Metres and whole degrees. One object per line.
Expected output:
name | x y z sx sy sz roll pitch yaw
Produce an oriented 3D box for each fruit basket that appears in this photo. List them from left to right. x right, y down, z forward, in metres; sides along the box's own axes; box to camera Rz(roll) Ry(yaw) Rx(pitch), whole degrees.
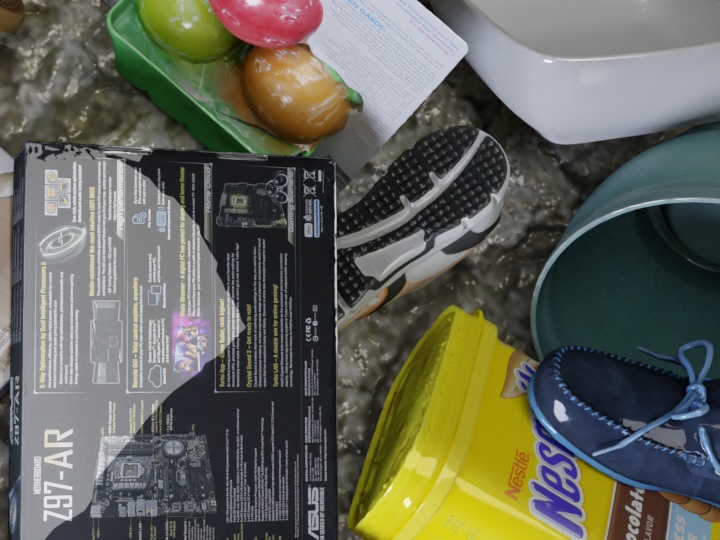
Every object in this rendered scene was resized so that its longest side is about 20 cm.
fruit basket | -0.048 -0.137 0.779 0.185 0.200 0.094 40 56 -3

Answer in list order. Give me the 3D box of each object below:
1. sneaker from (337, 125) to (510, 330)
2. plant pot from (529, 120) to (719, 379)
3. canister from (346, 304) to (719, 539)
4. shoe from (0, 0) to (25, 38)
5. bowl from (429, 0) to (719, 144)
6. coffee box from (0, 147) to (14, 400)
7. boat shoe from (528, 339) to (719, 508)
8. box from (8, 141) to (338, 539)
sneaker | 0.000 0.000 0.830 0.199 0.080 0.074 -29 67 -2
plant pot | 0.208 -0.001 0.838 0.200 0.200 0.135 32 45 -7
canister | 0.107 0.126 0.799 0.199 0.087 0.149 31 38 -7
shoe | -0.278 -0.177 0.804 0.199 0.070 0.054 30 114 -12
bowl | 0.147 -0.141 0.860 0.198 0.200 0.075 -11 124 -16
coffee box | -0.238 -0.026 0.762 0.200 0.080 0.114 42 70 -4
boat shoe | 0.187 0.078 0.780 0.199 0.069 0.085 18 48 -16
box | -0.092 0.041 0.732 0.159 0.043 0.202 1 84 -21
